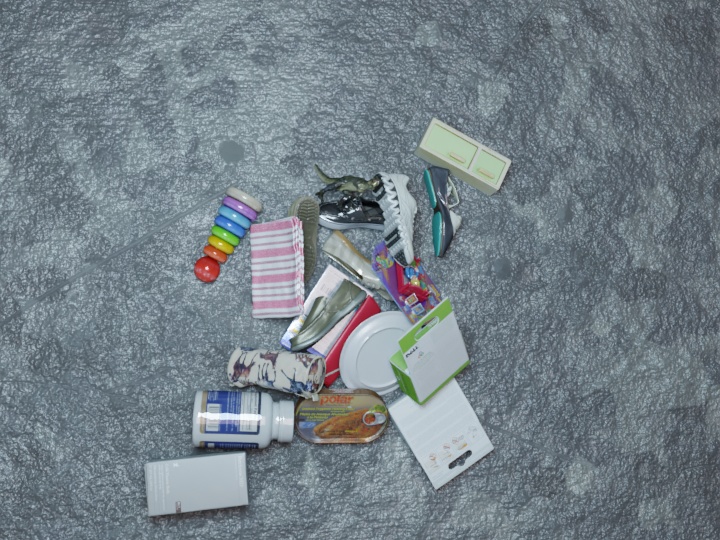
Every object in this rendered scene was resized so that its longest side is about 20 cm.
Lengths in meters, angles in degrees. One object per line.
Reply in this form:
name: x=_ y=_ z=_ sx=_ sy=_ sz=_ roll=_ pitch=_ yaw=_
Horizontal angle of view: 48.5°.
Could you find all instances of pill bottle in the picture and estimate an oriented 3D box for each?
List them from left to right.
pill bottle: x=-0.235 y=0.300 z=1.604 sx=0.197 sy=0.111 sz=0.113 roll=3 pitch=83 yaw=-8

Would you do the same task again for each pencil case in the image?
pencil case: x=-0.171 y=0.205 z=1.606 sx=0.197 sy=0.078 sz=0.091 roll=4 pitch=80 yaw=21

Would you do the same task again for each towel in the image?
towel: x=-0.176 y=-0.003 z=1.642 sx=0.030 sy=0.145 sz=0.203 roll=5 pitch=80 yaw=-49

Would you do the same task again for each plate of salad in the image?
plate of salad: x=0.043 y=0.171 z=1.665 sx=0.197 sy=0.048 sz=0.203 roll=-12 pitch=118 yaw=-22

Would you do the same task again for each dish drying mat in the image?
dish drying mat: x=-0.024 y=0.149 z=1.667 sx=0.018 sy=0.077 sz=0.201 roll=28 pitch=76 yaw=33

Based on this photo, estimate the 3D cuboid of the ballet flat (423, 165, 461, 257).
ballet flat: x=0.185 y=-0.131 z=1.741 sx=0.072 sy=0.073 sz=0.203 roll=-6 pitch=82 yaw=-9

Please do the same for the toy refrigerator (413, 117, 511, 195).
toy refrigerator: x=0.225 y=-0.250 z=1.759 sx=0.198 sy=0.070 sz=0.077 roll=29 pitch=80 yaw=-5

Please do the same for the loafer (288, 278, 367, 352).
loafer: x=-0.077 y=0.091 z=1.639 sx=0.200 sy=0.075 sz=0.070 roll=-40 pitch=87 yaw=-21

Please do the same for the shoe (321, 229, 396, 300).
shoe: x=0.000 y=0.000 z=1.696 sx=0.200 sy=0.070 sz=0.053 roll=43 pitch=70 yaw=8

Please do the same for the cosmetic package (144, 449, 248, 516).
cosmetic package: x=-0.321 y=0.422 z=1.591 sx=0.197 sy=0.090 sz=0.109 roll=-6 pitch=81 yaw=-6

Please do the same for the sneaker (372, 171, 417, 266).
sneaker: x=0.086 y=-0.110 z=1.656 sx=0.080 sy=0.075 sz=0.203 roll=-7 pitch=79 yaw=-29

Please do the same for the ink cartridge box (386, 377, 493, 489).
ink cartridge box: x=0.167 y=0.333 z=1.698 sx=0.159 sy=0.047 sz=0.202 roll=-31 pitch=93 yaw=-12

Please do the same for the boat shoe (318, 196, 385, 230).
boat shoe: x=-0.001 y=-0.127 z=1.700 sx=0.197 sy=0.067 sz=0.071 roll=8 pitch=50 yaw=-9

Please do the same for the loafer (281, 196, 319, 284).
loafer: x=-0.131 y=-0.058 z=1.686 sx=0.075 sy=0.068 sz=0.203 roll=11 pitch=98 yaw=-22

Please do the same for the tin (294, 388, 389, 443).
tin: x=-0.040 y=0.298 z=1.652 sx=0.197 sy=0.042 sz=0.114 roll=2 pitch=112 yaw=-8

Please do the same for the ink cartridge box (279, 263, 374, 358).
ink cartridge box: x=-0.073 y=0.102 z=1.688 sx=0.119 sy=0.042 sz=0.201 roll=34 pitch=78 yaw=-5

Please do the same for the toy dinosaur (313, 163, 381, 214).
toy dinosaur: x=-0.042 y=-0.171 z=1.671 sx=0.198 sy=0.048 sz=0.089 roll=16 pitch=61 yaw=37

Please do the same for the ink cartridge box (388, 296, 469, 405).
ink cartridge box: x=0.130 y=0.150 z=1.621 sx=0.147 sy=0.075 sz=0.201 roll=-38 pitch=132 yaw=-19

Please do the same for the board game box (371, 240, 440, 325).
board game box: x=0.111 y=0.014 z=1.678 sx=0.201 sy=0.039 sz=0.158 roll=55 pitch=37 yaw=1

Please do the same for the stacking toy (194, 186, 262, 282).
stacking toy: x=-0.284 y=-0.068 z=1.659 sx=0.085 sy=0.085 sz=0.202 roll=28 pitch=84 yaw=-4
